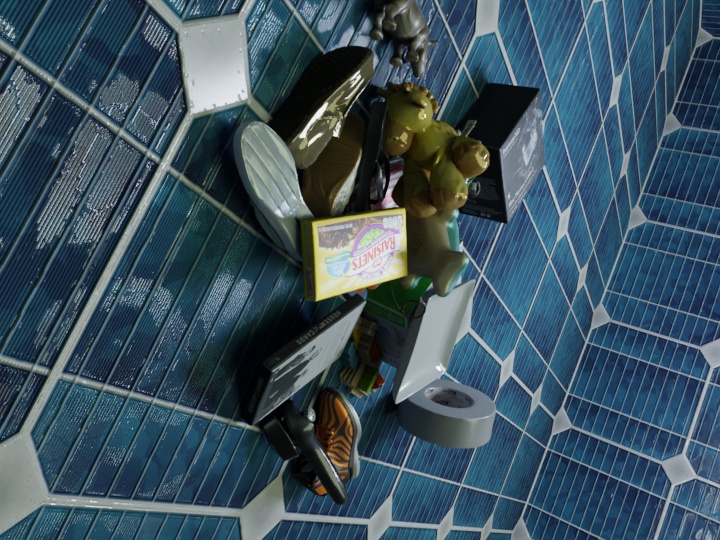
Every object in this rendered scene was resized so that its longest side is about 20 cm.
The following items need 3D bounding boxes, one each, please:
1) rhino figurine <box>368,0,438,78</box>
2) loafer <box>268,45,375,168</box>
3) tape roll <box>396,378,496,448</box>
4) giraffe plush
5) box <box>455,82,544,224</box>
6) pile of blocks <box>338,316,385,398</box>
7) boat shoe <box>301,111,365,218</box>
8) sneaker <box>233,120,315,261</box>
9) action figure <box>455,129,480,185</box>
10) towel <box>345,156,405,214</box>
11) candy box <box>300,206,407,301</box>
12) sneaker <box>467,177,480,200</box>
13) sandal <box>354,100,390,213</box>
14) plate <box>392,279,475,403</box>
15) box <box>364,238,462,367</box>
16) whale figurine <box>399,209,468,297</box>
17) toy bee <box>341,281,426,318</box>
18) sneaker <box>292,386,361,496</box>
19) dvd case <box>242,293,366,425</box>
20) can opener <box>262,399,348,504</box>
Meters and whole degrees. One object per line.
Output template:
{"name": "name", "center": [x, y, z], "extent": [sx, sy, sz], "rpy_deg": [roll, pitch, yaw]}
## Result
{"name": "rhino figurine", "center": [0.072, -0.356, 0.976], "extent": [0.200, 0.059, 0.088], "rpy_deg": [29, 70, -62]}
{"name": "loafer", "center": [-0.049, -0.214, 0.849], "extent": [0.200, 0.076, 0.068], "rpy_deg": [-50, 145, -16]}
{"name": "tape roll", "center": [0.178, 0.293, 1.350], "extent": [0.200, 0.199, 0.067], "rpy_deg": [-8, 111, -57]}
{"name": "giraffe plush", "center": [0.088, -0.201, 0.979], "extent": [0.162, 0.172, 0.201], "rpy_deg": [39, 60, -33]}
{"name": "box", "center": [0.282, -0.239, 1.323], "extent": [0.197, 0.117, 0.200], "rpy_deg": [-54, 144, -28]}
{"name": "pile of blocks", "center": [0.006, 0.161, 1.139], "extent": [0.082, 0.062, 0.201], "rpy_deg": [-47, 141, -35]}
{"name": "boat shoe", "center": [-0.045, -0.123, 0.911], "extent": [0.069, 0.071, 0.201], "rpy_deg": [0, 113, -79]}
{"name": "sneaker", "center": [-0.114, -0.093, 0.808], "extent": [0.073, 0.071, 0.201], "rpy_deg": [-44, 129, -29]}
{"name": "action figure", "center": [0.157, -0.175, 1.104], "extent": [0.200, 0.118, 0.055], "rpy_deg": [-61, 175, -49]}
{"name": "towel", "center": [0.032, -0.074, 1.089], "extent": [0.146, 0.030, 0.201], "rpy_deg": [-42, 138, -40]}
{"name": "candy box", "center": [-0.003, -0.027, 0.877], "extent": [0.200, 0.026, 0.103], "rpy_deg": [-15, 108, -49]}
{"name": "sneaker", "center": [0.160, -0.162, 1.178], "extent": [0.200, 0.099, 0.070], "rpy_deg": [-7, 110, -57]}
{"name": "sandal", "center": [0.022, -0.141, 0.919], "extent": [0.201, 0.043, 0.076], "rpy_deg": [100, 1, -46]}
{"name": "plate", "center": [0.124, 0.115, 1.133], "extent": [0.200, 0.032, 0.201], "rpy_deg": [-15, 124, -56]}
{"name": "box", "center": [0.102, 0.053, 1.182], "extent": [0.200, 0.096, 0.177], "rpy_deg": [-51, 151, -31]}
{"name": "whale figurine", "center": [0.122, -0.032, 1.040], "extent": [0.103, 0.200, 0.160], "rpy_deg": [19, 110, -30]}
{"name": "toy bee", "center": [0.000, 0.000, 1.009], "extent": [0.200, 0.131, 0.109], "rpy_deg": [43, 29, -40]}
{"name": "sneaker", "center": [-0.059, 0.301, 1.093], "extent": [0.112, 0.077, 0.201], "rpy_deg": [-27, 120, -39]}
{"name": "dvd case", "center": [-0.081, 0.129, 0.950], "extent": [0.200, 0.025, 0.151], "rpy_deg": [-35, 159, -42]}
{"name": "can opener", "center": [-0.076, 0.289, 1.028], "extent": [0.078, 0.063, 0.200], "rpy_deg": [-31, 112, 5]}
